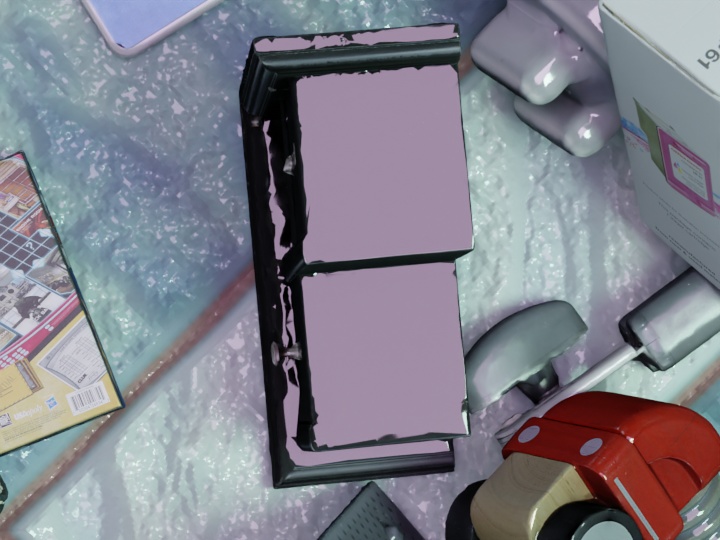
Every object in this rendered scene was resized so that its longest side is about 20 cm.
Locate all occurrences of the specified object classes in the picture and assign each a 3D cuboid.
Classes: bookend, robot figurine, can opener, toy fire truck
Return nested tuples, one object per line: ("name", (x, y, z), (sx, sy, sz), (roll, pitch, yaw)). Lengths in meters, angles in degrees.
("bookend", (0.000, 0.000, 1.277), (0.092, 0.199, 0.200), (-5, 88, -5))
("robot figurine", (0.146, -0.148, 1.333), (0.200, 0.113, 0.170), (-45, 130, -4))
("can opener", (0.138, 0.015, 1.355), (0.200, 0.053, 0.067), (-37, 90, -5))
("toy fire truck", (0.172, 0.118, 1.313), (0.200, 0.129, 0.176), (-45, 116, -22))

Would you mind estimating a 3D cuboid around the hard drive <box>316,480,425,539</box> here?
("hard drive", (0.041, 0.201, 1.307), (0.042, 0.135, 0.200), (-39, 90, 19))

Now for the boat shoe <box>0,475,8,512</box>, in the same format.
("boat shoe", (-0.224, 0.034, 1.294), (0.060, 0.076, 0.200), (-40, 90, 2))

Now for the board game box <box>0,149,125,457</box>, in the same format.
("board game box", (-0.231, 0.041, 1.348), (0.200, 0.035, 0.136), (-21, 88, -3))

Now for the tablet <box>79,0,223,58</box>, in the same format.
("tablet", (-0.069, -0.209, 1.378), (0.200, 0.014, 0.130), (-32, 89, -3))

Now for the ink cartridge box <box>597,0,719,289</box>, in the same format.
("ink cartridge box", (0.195, -0.092, 1.260), (0.145, 0.200, 0.085), (-42, 63, -11))
